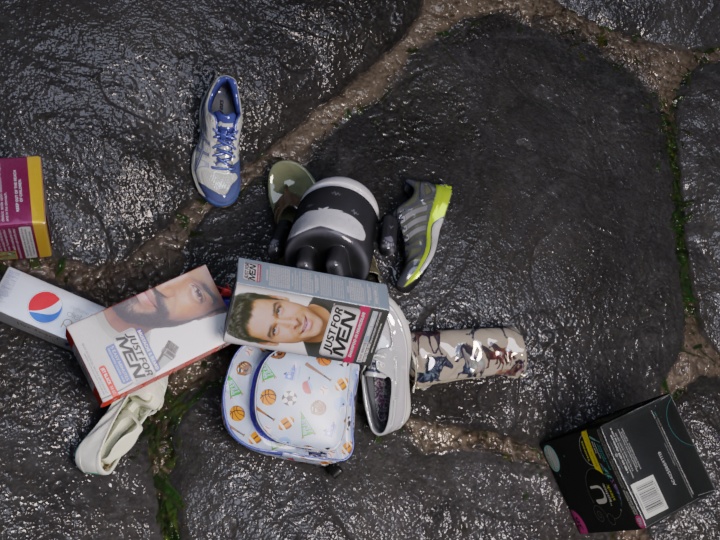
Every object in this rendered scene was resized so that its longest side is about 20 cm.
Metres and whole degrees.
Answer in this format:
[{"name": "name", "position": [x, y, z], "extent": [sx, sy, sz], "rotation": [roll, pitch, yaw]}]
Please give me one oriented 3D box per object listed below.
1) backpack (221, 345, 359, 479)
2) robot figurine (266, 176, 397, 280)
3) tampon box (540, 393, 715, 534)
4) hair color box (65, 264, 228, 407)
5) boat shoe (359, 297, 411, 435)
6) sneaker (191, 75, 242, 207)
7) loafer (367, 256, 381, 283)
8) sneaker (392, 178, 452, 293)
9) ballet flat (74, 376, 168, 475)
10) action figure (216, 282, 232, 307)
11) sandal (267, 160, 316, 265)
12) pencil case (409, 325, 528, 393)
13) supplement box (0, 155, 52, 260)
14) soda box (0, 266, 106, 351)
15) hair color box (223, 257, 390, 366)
[{"name": "backpack", "position": [-0.098, 0.177, 1.294], "extent": [0.189, 0.154, 0.201], "rotation": [6, 74, -3]}, {"name": "robot figurine", "position": [-0.038, -0.044, 1.312], "extent": [0.150, 0.125, 0.200], "rotation": [29, 38, -14]}, {"name": "tampon box", "position": [0.380, 0.285, 1.356], "extent": [0.126, 0.200, 0.150], "rotation": [-19, 78, -19]}, {"name": "hair color box", "position": [-0.275, 0.086, 1.242], "extent": [0.199, 0.064, 0.111], "rotation": [-26, 86, -24]}, {"name": "boat shoe", "position": [0.028, 0.139, 1.340], "extent": [0.072, 0.068, 0.201], "rotation": [6, 104, 25]}, {"name": "sneaker", "position": [-0.214, -0.198, 1.408], "extent": [0.075, 0.088, 0.201], "rotation": [-1, 75, -17]}, {"name": "loafer", "position": [0.000, 0.000, 1.413], "extent": [0.075, 0.070, 0.201], "rotation": [-21, 79, -20]}, {"name": "sneaker", "position": [0.081, -0.056, 1.460], "extent": [0.081, 0.074, 0.201], "rotation": [19, 61, -2]}, {"name": "ballet flat", "position": [-0.307, 0.192, 1.267], "extent": [0.069, 0.069, 0.200], "rotation": [33, 71, -3]}, {"name": "action figure", "position": [-0.194, 0.042, 1.350], "extent": [0.199, 0.065, 0.052], "rotation": [-17, 95, -19]}, {"name": "sandal", "position": [-0.095, -0.073, 1.408], "extent": [0.079, 0.057, 0.202], "rotation": [-9, 77, 0]}, {"name": "pencil case", "position": [0.157, 0.132, 1.410], "extent": [0.199, 0.078, 0.090], "rotation": [-3, 88, -16]}, {"name": "supplement box", "position": [-0.526, -0.078, 1.263], "extent": [0.199, 0.131, 0.104], "rotation": [-5, 73, -17]}, {"name": "soda box", "position": [-0.401, 0.070, 1.283], "extent": [0.199, 0.068, 0.064], "rotation": [25, 69, -6]}, {"name": "hair color box", "position": [-0.071, 0.055, 1.217], "extent": [0.199, 0.099, 0.061], "rotation": [11, 33, -10]}]
